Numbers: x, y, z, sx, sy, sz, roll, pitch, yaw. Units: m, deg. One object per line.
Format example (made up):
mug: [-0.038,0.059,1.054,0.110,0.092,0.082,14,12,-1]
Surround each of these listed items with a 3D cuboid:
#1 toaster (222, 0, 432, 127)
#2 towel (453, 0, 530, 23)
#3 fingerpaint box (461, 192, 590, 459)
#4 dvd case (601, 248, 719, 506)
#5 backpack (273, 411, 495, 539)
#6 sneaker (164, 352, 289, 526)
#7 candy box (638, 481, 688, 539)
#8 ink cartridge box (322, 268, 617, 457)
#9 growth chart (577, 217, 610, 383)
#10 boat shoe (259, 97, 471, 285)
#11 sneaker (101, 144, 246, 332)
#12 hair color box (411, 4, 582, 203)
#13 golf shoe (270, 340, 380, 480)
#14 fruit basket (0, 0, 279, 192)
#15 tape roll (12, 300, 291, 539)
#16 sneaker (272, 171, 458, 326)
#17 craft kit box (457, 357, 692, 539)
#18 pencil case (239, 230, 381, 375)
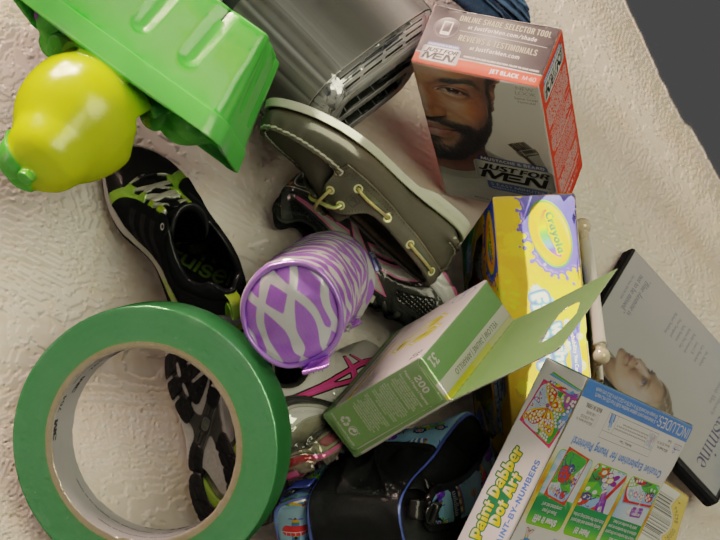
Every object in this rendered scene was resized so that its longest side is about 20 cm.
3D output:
toaster: [-0.033,-0.187,1.535,0.129,0.114,0.200,45,55,10]
towel: [0.062,-0.281,1.612,0.200,0.049,0.112,31,18,-41]
fingerpaint box: [0.134,0.054,1.552,0.073,0.167,0.201,-3,79,-7]
dvd case: [0.279,0.096,1.706,0.200,0.018,0.143,46,50,-13]
backpack: [0.035,0.204,1.473,0.200,0.134,0.183,-46,131,-59]
sneaker: [-0.097,0.108,1.478,0.081,0.074,0.201,3,75,-49]
candy box: [0.191,0.270,1.567,0.056,0.117,0.201,31,64,-21]
ink cartridge box: [0.081,0.052,1.400,0.048,0.200,0.146,53,33,-6]
growth chart: [0.178,0.061,1.569,0.018,0.200,0.145,-3,56,-7]
boat shoe: [-0.002,-0.062,1.477,0.201,0.072,0.060,35,76,-24]
sneaker: [-0.133,-0.035,1.438,0.071,0.083,0.200,-21,60,-25]
hair color box: [0.116,-0.127,1.561,0.110,0.200,0.064,14,63,20]
golf shoe: [-0.029,0.085,1.470,0.092,0.072,0.200,65,24,-8]
fruit basket: [-0.185,-0.133,1.409,0.214,0.156,0.217,0,82,3]
tape roll: [-0.151,0.124,1.373,0.199,0.048,0.202,1,93,11]
sneaker: [0.000,0.000,1.559,0.086,0.080,0.200,-40,91,-19]
craft kit box: [0.155,0.180,1.415,0.200,0.048,0.198,26,88,-55]
pencil case: [-0.037,0.021,1.427,0.084,0.200,0.086,-16,94,11]
